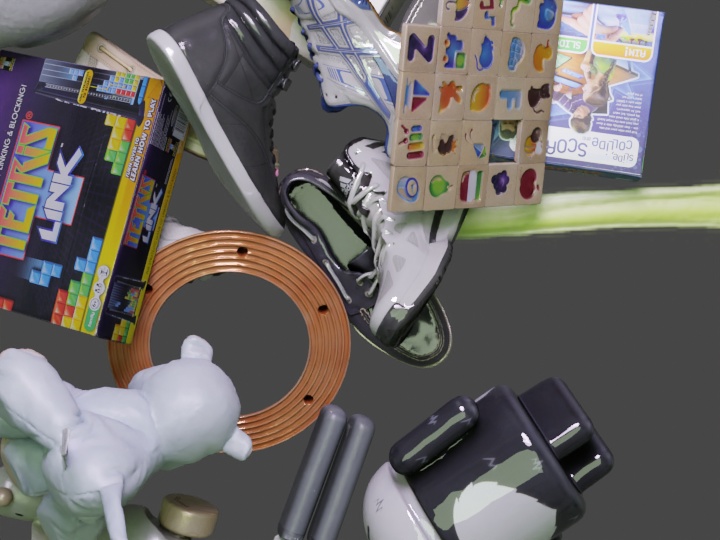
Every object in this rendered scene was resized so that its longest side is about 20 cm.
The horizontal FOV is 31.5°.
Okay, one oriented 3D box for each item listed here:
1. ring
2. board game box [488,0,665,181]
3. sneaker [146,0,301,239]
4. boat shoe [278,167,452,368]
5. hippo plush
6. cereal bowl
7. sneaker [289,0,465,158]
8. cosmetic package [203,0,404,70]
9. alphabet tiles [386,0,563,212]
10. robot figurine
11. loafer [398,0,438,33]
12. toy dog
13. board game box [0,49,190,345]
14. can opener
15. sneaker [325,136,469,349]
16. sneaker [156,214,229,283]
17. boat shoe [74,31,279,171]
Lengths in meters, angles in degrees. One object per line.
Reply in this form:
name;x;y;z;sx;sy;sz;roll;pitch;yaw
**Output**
ring;-0.106;0.059;1.039;0.197;0.019;0.203;-2;113;-4
board game box;0.140;-0.154;1.046;0.197;0.034;0.137;9;89;7
sneaker;-0.076;-0.118;0.974;0.099;0.071;0.201;-35;127;-13
boat shoe;0.000;0.000;1.042;0.072;0.063;0.201;-39;85;3
hippo plush;-0.178;0.104;0.958;0.160;0.200;0.160;-30;90;-30
cereal bowl;-0.264;-0.240;1.031;0.198;0.201;0.084;-19;125;5
sneaker;-0.016;-0.168;0.972;0.200;0.075;0.088;42;103;3
cosmetic package;-0.068;-0.245;1.051;0.199;0.071;0.106;31;92;5
alphabet tiles;0.090;-0.147;0.957;0.008;0.166;0.203;17;107;47
robot figurine;0.097;0.172;0.997;0.199;0.125;0.151;-34;86;3
loafer;0.099;-0.242;1.000;0.070;0.070;0.201;38;93;4
toy dog;-0.217;0.218;1.041;0.197;0.096;0.134;-2;88;5
board game box;-0.232;-0.060;1.001;0.163;0.057;0.203;12;85;22
can opener;-0.038;0.212;1.041;0.052;0.066;0.202;21;86;-17
sneaker;0.013;-0.029;0.985;0.114;0.201;0.076;28;130;-2
sneaker;-0.193;-0.034;1.062;0.197;0.075;0.082;5;80;5
boat shoe;-0.151;-0.138;1.059;0.198;0.072;0.066;25;92;11
